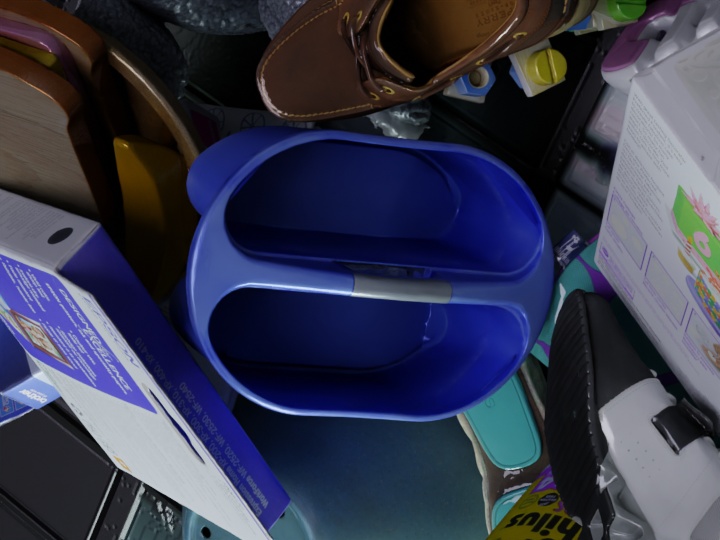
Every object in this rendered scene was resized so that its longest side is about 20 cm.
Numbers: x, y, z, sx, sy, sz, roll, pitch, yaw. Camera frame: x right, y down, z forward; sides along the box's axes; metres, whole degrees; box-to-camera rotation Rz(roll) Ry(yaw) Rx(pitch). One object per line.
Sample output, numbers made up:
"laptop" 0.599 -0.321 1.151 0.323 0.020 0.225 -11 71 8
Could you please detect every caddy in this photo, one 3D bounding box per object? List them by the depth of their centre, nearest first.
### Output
"caddy" 0.000 0.000 1.103 0.105 0.200 0.141 25 108 62

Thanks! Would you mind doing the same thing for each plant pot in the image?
"plant pot" -0.025 0.140 1.267 0.200 0.135 0.200 8 105 32

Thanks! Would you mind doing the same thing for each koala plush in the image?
"koala plush" -0.027 -0.165 1.201 0.200 0.184 0.177 26 128 4

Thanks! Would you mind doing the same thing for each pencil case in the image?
"pencil case" 0.179 0.059 1.142 0.200 0.085 0.092 41 92 18

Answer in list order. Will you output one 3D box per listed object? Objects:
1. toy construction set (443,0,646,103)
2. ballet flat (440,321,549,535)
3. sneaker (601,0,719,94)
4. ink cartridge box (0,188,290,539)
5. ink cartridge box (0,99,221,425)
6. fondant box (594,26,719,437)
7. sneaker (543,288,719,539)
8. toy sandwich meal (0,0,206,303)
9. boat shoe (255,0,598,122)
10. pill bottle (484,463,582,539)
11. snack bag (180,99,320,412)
"toy construction set" 0.088 -0.191 1.110 0.092 0.131 0.200 -145 42 -63
"ballet flat" 0.097 0.105 1.224 0.067 0.062 0.200 -11 105 22
"sneaker" 0.219 -0.106 1.081 0.200 0.080 0.088 -17 117 41
"ink cartridge box" -0.117 0.051 1.137 0.200 0.043 0.198 22 149 55
"ink cartridge box" -0.159 -0.001 1.291 0.200 0.042 0.119 -30 57 24
"fondant box" 0.176 -0.002 1.013 0.144 0.058 0.200 56 169 20
"sneaker" 0.146 0.099 1.075 0.074 0.088 0.200 111 152 -57
"toy sandwich meal" -0.160 -0.056 1.172 0.205 0.070 0.205 26 140 24
"boat shoe" 0.019 -0.117 1.072 0.200 0.068 0.072 -18 99 39
"pill bottle" 0.088 0.183 1.101 0.104 0.200 0.104 21 132 25
"snack bag" -0.126 -0.013 1.310 0.200 0.021 0.189 9 77 37
